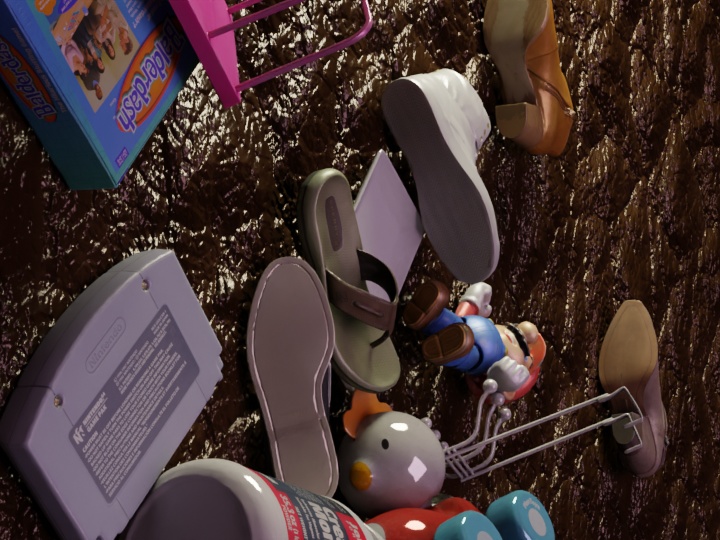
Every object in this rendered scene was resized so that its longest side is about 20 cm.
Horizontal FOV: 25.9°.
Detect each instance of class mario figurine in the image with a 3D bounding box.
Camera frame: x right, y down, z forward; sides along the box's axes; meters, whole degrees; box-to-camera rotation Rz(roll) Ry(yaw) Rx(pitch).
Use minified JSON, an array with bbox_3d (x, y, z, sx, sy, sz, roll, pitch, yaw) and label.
[{"bbox_3d":[0.126,0.061,1.507,0.200,0.105,0.124,28,63,-57],"label":"mario figurine"}]

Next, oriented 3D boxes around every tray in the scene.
[{"bbox_3d":[0.000,0.000,1.380,0.108,0.022,0.201,60,41,-40],"label":"tray"}]

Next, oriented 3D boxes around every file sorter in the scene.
[{"bbox_3d":[-0.084,-0.249,1.096,0.139,0.125,0.201,-102,168,-54],"label":"file sorter"}]

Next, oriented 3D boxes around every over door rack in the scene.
[{"bbox_3d":[0.157,0.140,1.443,0.148,0.199,0.067,54,26,-71],"label":"over door rack"}]

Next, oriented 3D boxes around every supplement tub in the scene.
[{"bbox_3d":[-0.070,0.223,1.143,0.200,0.140,0.141,31,63,-54],"label":"supplement tub"}]

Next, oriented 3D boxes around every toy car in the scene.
[{"bbox_3d":[0.026,0.192,1.320,0.177,0.184,0.201,-6,67,-58],"label":"toy car"}]

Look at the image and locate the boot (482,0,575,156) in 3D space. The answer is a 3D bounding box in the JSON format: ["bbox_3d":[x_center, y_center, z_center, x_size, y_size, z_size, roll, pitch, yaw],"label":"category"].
[{"bbox_3d":[0.185,-0.224,1.663,0.144,0.070,0.203,1,91,-65],"label":"boot"}]

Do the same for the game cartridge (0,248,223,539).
[{"bbox_3d":[-0.169,0.084,1.083,0.200,0.041,0.134,-58,132,-42],"label":"game cartridge"}]

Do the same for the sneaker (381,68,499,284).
[{"bbox_3d":[0.099,-0.095,1.472,0.115,0.073,0.201,-28,99,-56],"label":"sneaker"}]

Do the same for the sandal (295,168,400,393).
[{"bbox_3d":[-0.002,0.013,1.299,0.080,0.057,0.202,-44,126,-50],"label":"sandal"}]

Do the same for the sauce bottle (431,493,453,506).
[{"bbox_3d":[0.064,0.307,1.439,0.065,0.064,0.202,-10,98,-59],"label":"sauce bottle"}]

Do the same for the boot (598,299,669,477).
[{"bbox_3d":[0.341,0.150,1.915,0.146,0.070,0.201,34,62,-61],"label":"boot"}]

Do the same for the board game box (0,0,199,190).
[{"bbox_3d":[-0.190,-0.178,1.045,0.201,0.045,0.153,63,39,-36],"label":"board game box"}]

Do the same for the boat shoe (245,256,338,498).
[{"bbox_3d":[-0.057,0.090,1.268,0.063,0.072,0.202,167,-83,-78],"label":"boat shoe"}]
